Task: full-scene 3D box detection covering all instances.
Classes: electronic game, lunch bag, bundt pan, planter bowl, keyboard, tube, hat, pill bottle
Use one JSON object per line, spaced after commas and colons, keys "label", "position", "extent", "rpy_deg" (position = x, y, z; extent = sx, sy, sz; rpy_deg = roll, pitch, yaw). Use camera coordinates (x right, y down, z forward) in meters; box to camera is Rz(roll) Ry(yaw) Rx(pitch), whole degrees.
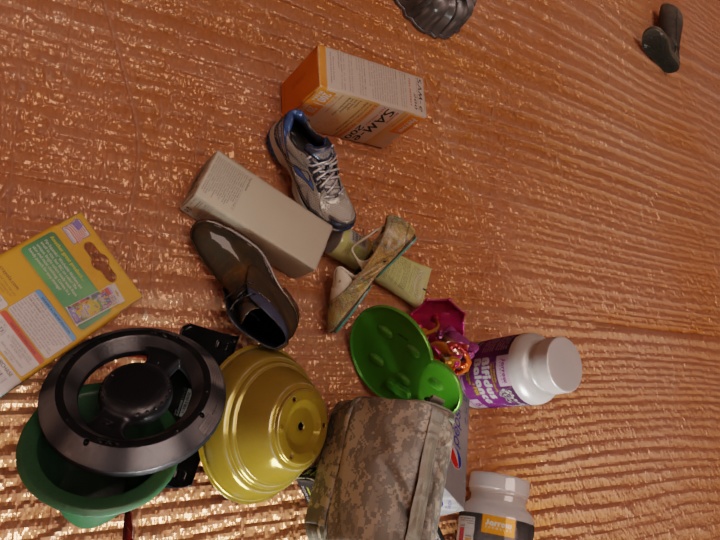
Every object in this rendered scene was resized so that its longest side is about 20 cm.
{"label": "electronic game", "position": [-0.252, 0.140, 0.696], "extent": [0.198, 0.042, 0.201], "rpy_deg": [9, 39, -7]}
{"label": "lunch bag", "position": [0.034, 0.258, 0.758], "extent": [0.138, 0.167, 0.202], "rpy_deg": [25, 63, -19]}
{"label": "bundt pan", "position": [0.152, -0.566, 1.215], "extent": [0.200, 0.076, 0.204], "rpy_deg": [10, 71, -32]}
{"label": "planter bowl", "position": [-0.100, 0.193, 0.781], "extent": [0.199, 0.083, 0.203], "rpy_deg": [11, 76, -51]}
{"label": "keyboard", "position": [-0.208, 0.175, 0.788], "extent": [0.103, 0.040, 0.202], "rpy_deg": [17, 67, -5]}
{"label": "tube", "position": [0.034, -0.007, 0.994], "extent": [0.199, 0.058, 0.052], "rpy_deg": [27, 20, -29]}
{"label": "hat", "position": [-0.299, 0.259, 0.700], "extent": [0.164, 0.177, 0.201], "rpy_deg": [11, 33, -16]}
{"label": "pill bottle", "position": [0.203, 0.419, 0.945], "extent": [0.116, 0.116, 0.202], "rpy_deg": [24, 65, -27]}
{"label": "pill bottle", "position": [0.249, 0.161, 0.997], "extent": [0.111, 0.199, 0.114], "rpy_deg": [10, 71, -32]}

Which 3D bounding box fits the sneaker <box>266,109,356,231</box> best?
{"label": "sneaker", "position": [-0.067, -0.150, 0.918], "extent": [0.077, 0.085, 0.201], "rpy_deg": [-32, 85, -36]}

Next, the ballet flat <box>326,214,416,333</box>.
{"label": "ballet flat", "position": [0.000, 0.000, 0.922], "extent": [0.071, 0.071, 0.200], "rpy_deg": [40, 90, -18]}

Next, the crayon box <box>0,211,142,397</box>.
{"label": "crayon box", "position": [-0.367, 0.040, 0.694], "extent": [0.200, 0.051, 0.126], "rpy_deg": [-41, 101, -35]}

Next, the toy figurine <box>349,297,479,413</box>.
{"label": "toy figurine", "position": [0.115, 0.112, 0.950], "extent": [0.183, 0.199, 0.151], "rpy_deg": [-22, 134, -48]}

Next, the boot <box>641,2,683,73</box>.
{"label": "boot", "position": [0.855, -0.679, 1.740], "extent": [0.181, 0.072, 0.202], "rpy_deg": [36, 65, -38]}

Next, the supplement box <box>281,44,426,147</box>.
{"label": "supplement box", "position": [-0.011, -0.269, 0.985], "extent": [0.198, 0.126, 0.074], "rpy_deg": [5, 73, -33]}

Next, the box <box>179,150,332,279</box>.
{"label": "box", "position": [-0.143, -0.074, 0.873], "extent": [0.199, 0.068, 0.083], "rpy_deg": [34, 60, -23]}

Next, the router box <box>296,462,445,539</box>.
{"label": "router box", "position": [0.018, 0.339, 0.871], "extent": [0.149, 0.062, 0.202], "rpy_deg": [-27, 93, -36]}

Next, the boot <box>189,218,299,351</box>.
{"label": "boot", "position": [-0.151, 0.018, 0.812], "extent": [0.075, 0.097, 0.200], "rpy_deg": [-40, 105, 8]}

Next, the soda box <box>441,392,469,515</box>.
{"label": "soda box", "position": [0.115, 0.253, 0.915], "extent": [0.068, 0.063, 0.201], "rpy_deg": [50, 31, -26]}
